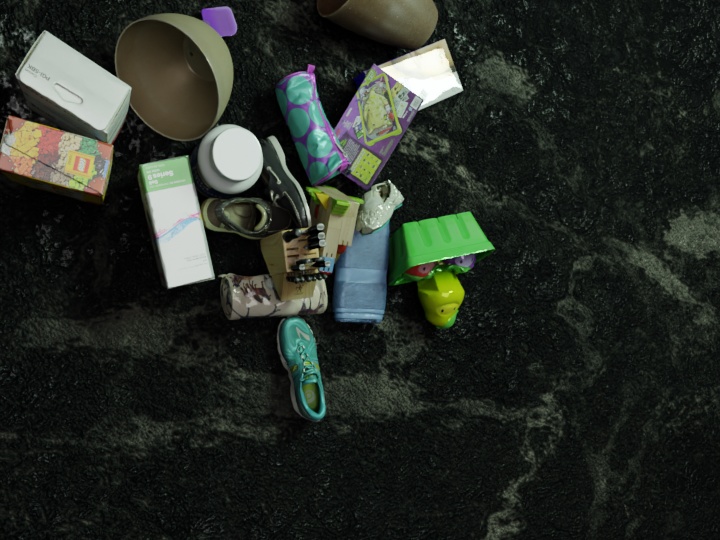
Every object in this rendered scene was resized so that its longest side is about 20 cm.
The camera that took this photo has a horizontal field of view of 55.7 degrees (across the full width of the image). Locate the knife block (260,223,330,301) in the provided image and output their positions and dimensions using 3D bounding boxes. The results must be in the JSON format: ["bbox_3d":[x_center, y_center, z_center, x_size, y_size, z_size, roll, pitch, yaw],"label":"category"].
[{"bbox_3d":[-0.111,-0.046,1.162,0.062,0.202,0.179,-6,134,-23],"label":"knife block"}]

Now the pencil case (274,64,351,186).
[{"bbox_3d":[-0.087,-0.263,1.254,0.085,0.091,0.204,-21,87,-59],"label":"pencil case"}]

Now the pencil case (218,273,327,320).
[{"bbox_3d":[-0.161,0.040,1.251,0.195,0.078,0.092,-3,80,-22],"label":"pencil case"}]

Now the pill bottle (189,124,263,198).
[{"bbox_3d":[-0.227,-0.184,1.155,0.108,0.199,0.115,0,91,-21],"label":"pill bottle"}]

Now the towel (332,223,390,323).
[{"bbox_3d":[0.000,0.000,1.332,0.109,0.048,0.207,5,90,-22],"label":"towel"}]

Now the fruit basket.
[{"bbox_3d":[0.159,0.008,1.354,0.209,0.155,0.222,5,72,-17],"label":"fruit basket"}]

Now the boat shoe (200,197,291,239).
[{"bbox_3d":[-0.189,-0.091,1.209,0.197,0.064,0.076,-4,98,-50],"label":"boat shoe"}]

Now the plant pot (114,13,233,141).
[{"bbox_3d":[-0.292,-0.342,1.151,0.201,0.198,0.135,49,39,-15],"label":"plant pot"}]

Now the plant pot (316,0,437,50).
[{"bbox_3d":[0.048,-0.511,1.289,0.197,0.185,0.192,25,81,-34],"label":"plant pot"}]

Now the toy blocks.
[{"bbox_3d":[-0.060,-0.072,1.245,0.097,0.200,0.141,8,103,-19],"label":"toy blocks"}]

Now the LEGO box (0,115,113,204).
[{"bbox_3d":[-0.466,-0.164,1.059,0.145,0.199,0.079,14,86,-21],"label":"LEGO box"}]

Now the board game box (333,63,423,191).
[{"bbox_3d":[0.019,-0.270,1.297,0.118,0.032,0.202,32,100,-7],"label":"board game box"}]

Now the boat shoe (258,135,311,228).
[{"bbox_3d":[-0.147,-0.152,1.227,0.059,0.074,0.204,-21,72,-19],"label":"boat shoe"}]

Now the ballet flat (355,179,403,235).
[{"bbox_3d":[0.029,-0.124,1.284,0.070,0.200,0.074,6,112,15],"label":"ballet flat"}]

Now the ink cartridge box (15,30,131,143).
[{"bbox_3d":[-0.443,-0.270,1.067,0.145,0.199,0.084,32,79,-19],"label":"ink cartridge box"}]

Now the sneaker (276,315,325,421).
[{"bbox_3d":[-0.101,0.182,1.276,0.076,0.079,0.206,-17,96,-20],"label":"sneaker"}]

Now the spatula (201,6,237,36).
[{"bbox_3d":[-0.314,-0.426,1.211,0.196,0.021,0.058,-21,86,-18],"label":"spatula"}]

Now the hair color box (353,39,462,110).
[{"bbox_3d":[0.097,-0.370,1.358,0.197,0.064,0.112,-28,100,-21],"label":"hair color box"}]

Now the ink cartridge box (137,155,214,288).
[{"bbox_3d":[-0.313,-0.078,1.151,0.085,0.145,0.206,-15,97,-19],"label":"ink cartridge box"}]
